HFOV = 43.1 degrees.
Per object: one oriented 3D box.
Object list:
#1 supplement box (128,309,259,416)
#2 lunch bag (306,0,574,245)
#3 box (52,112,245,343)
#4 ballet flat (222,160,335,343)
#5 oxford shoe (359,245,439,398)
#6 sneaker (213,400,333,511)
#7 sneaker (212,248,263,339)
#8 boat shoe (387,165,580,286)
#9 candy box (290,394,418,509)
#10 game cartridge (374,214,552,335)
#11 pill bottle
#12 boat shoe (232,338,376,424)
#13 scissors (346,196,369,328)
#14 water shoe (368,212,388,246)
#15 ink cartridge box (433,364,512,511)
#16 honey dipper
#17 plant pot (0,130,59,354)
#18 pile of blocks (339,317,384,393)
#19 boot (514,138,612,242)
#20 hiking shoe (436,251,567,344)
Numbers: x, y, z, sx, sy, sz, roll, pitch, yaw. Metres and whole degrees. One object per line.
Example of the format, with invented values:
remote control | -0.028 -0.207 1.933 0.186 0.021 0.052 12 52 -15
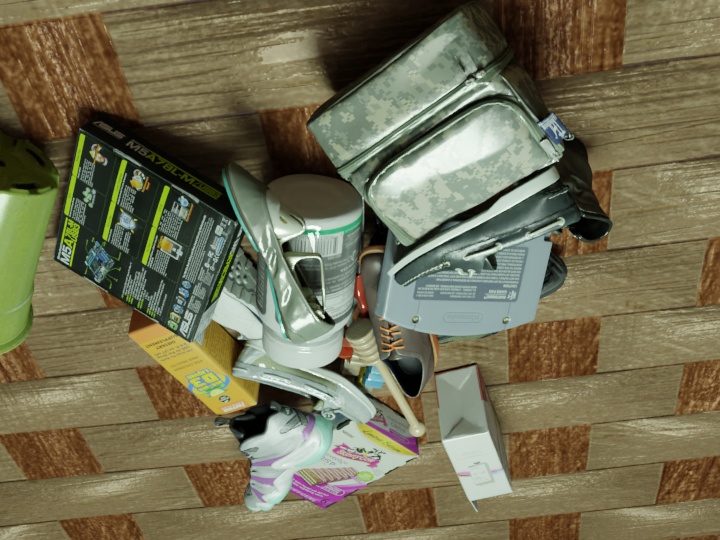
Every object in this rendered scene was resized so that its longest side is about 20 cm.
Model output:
supplement box | -0.208 0.106 1.173 0.066 0.069 0.200 -21 134 20
lunch bag | 0.076 -0.135 0.864 0.200 0.139 0.168 -32 101 22
box | -0.231 -0.040 0.992 0.193 0.048 0.200 32 131 6
ballet flat | -0.075 -0.023 0.913 0.064 0.067 0.200 -17 107 7
oxford shoe | 0.045 0.060 1.036 0.071 0.073 0.200 -9 127 22
sneaker | -0.143 0.241 1.239 0.140 0.078 0.200 28 120 -20
sneaker | -0.167 0.020 1.091 0.080 0.076 0.200 -17 132 26
boat shoe | 0.117 -0.026 0.887 0.200 0.076 0.060 -31 91 30
candy box | -0.032 0.265 1.340 0.136 0.061 0.200 35 123 -30
game cartridge | 0.113 0.005 1.003 0.200 0.042 0.133 2 111 -26
pill bottle | -0.060 0.003 1.021 0.113 0.113 0.200 3 122 -6
boat shoe | -0.072 0.154 1.199 0.202 0.065 0.074 33 163 -19
scissors | 0.000 0.000 1.064 0.014 0.073 0.200 -21 152 -29
water shoe | 0.041 -0.033 1.032 0.079 0.072 0.200 -33 131 0
ink cartridge box | 0.164 0.242 1.288 0.067 0.117 0.200 -14 134 11
honey dipper | 0.039 0.138 1.124 0.038 0.038 0.200 -19 128 15
plant pot | -0.407 -0.044 0.954 0.200 0.200 0.190 23 116 -23
pile of blocks | 0.008 0.099 1.165 0.062 0.082 0.200 9 134 -12
boot | 0.167 -0.103 0.939 0.200 0.131 0.068 15 131 -17
hiking shoe | 0.161 0.035 1.129 0.200 0.076 0.101 -21 154 12
